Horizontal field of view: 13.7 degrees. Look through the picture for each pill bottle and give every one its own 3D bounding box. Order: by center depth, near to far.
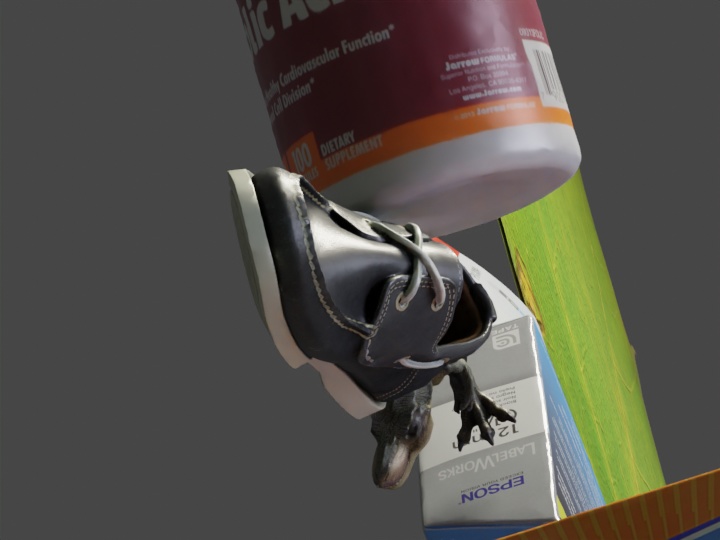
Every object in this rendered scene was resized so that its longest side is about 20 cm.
[{"bbox_3d":[0.006,-0.118,1.175,0.114,0.114,0.201,35,38,-77],"label":"pill bottle"}]

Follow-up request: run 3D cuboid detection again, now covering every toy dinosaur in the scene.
[{"bbox_3d":[0.020,0.023,1.232,0.088,0.047,0.200,57,13,-41],"label":"toy dinosaur"}]

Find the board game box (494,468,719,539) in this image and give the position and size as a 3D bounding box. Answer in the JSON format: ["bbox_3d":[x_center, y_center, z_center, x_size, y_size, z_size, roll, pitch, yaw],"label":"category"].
[{"bbox_3d":[0.121,0.201,0.973,0.200,0.199,0.201,58,16,-57],"label":"board game box"}]

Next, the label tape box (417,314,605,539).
[{"bbox_3d":[0.074,0.135,1.287,0.200,0.066,0.144,-89,160,-58],"label":"label tape box"}]

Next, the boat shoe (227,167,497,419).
[{"bbox_3d":[0.000,0.000,1.061,0.200,0.067,0.072,43,30,-70],"label":"boat shoe"}]

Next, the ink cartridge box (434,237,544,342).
[{"bbox_3d":[0.059,0.020,1.481,0.160,0.047,0.201,-62,136,-79],"label":"ink cartridge box"}]
